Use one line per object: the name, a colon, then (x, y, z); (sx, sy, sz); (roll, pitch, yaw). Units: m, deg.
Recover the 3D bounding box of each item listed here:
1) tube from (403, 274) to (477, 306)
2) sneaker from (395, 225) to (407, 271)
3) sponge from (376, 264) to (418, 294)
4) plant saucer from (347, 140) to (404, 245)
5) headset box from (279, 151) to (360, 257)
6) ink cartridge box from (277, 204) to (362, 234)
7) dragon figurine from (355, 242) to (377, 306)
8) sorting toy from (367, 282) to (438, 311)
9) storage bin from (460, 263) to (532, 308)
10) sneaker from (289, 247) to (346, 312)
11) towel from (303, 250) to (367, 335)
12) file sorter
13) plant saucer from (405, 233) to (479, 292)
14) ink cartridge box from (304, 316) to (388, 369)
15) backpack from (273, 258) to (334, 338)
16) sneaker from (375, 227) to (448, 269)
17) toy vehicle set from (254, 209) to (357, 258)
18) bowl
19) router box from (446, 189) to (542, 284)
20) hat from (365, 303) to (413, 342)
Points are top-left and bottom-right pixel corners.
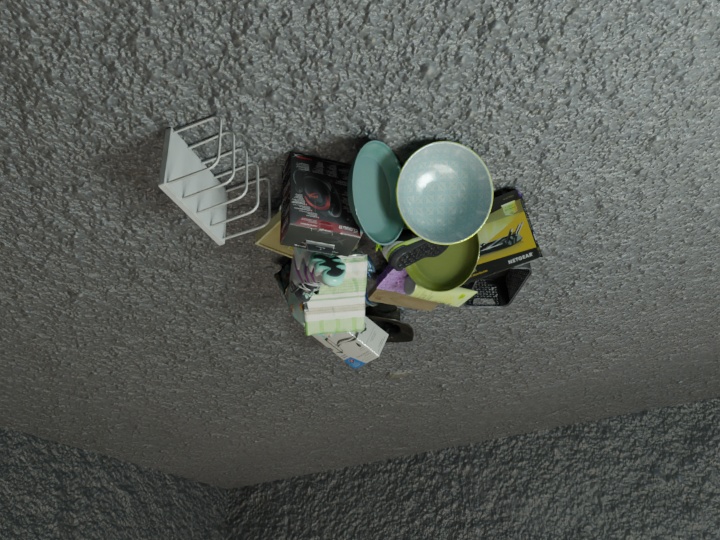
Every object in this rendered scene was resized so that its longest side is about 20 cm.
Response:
tube: (0.196, 0.054, 1.409); (0.197, 0.053, 0.058); (14, -178, -34)
sneaker: (0.064, -0.095, 1.289); (0.086, 0.075, 0.204); (3, 117, 9)
sponge: (0.148, 0.025, 1.426); (0.197, 0.030, 0.112); (13, 144, -23)
plant saucer: (0.029, -0.151, 1.128); (0.035, 0.203, 0.200); (-2, 153, 34)
headset box: (-0.081, -0.123, 1.141); (0.146, 0.203, 0.075); (9, 146, -21)
ink cartridge box: (-0.088, -0.124, 1.263); (0.196, 0.068, 0.116); (6, 148, -16)
dragon figurine: (0.000, 0.000, 1.380); (0.099, 0.059, 0.201); (-35, 99, 23)
sorting toy: (0.144, 0.016, 1.505); (0.196, 0.071, 0.199); (11, 144, -21)
storage bin: (0.346, 0.009, 1.492); (0.132, 0.095, 0.201); (1, 148, -8)
sneaker: (-0.095, 0.027, 1.167); (0.076, 0.200, 0.142); (8, 110, -25)
towel: (-0.059, 0.052, 1.308); (0.146, 0.031, 0.204); (-3, 118, -9)
file sorter: (-0.271, -0.174, 1.103); (0.122, 0.141, 0.200); (-16, 146, 15)
plant saucer: (0.184, -0.053, 1.308); (0.198, 0.203, 0.031); (-26, 168, 31)
ink cartridge box: (-0.043, 0.175, 1.631); (0.199, 0.085, 0.146); (38, 144, -11)
backpack: (-0.104, 0.060, 1.425); (0.153, 0.202, 0.175); (-39, 134, 20)
sneaker: (0.118, -0.070, 1.221); (0.198, 0.083, 0.073); (-18, 142, -36)
toy vehicle set: (-0.118, -0.065, 1.264); (0.198, 0.027, 0.124); (22, 141, -35)
bowl: (0.161, -0.154, 1.174); (0.196, 0.205, 0.108); (0, -177, -6)
router box: (0.291, -0.071, 1.298); (0.197, 0.160, 0.052); (-22, 171, 25)
hat: (0.070, 0.146, 1.690); (0.197, 0.082, 0.202); (12, 151, 7)
